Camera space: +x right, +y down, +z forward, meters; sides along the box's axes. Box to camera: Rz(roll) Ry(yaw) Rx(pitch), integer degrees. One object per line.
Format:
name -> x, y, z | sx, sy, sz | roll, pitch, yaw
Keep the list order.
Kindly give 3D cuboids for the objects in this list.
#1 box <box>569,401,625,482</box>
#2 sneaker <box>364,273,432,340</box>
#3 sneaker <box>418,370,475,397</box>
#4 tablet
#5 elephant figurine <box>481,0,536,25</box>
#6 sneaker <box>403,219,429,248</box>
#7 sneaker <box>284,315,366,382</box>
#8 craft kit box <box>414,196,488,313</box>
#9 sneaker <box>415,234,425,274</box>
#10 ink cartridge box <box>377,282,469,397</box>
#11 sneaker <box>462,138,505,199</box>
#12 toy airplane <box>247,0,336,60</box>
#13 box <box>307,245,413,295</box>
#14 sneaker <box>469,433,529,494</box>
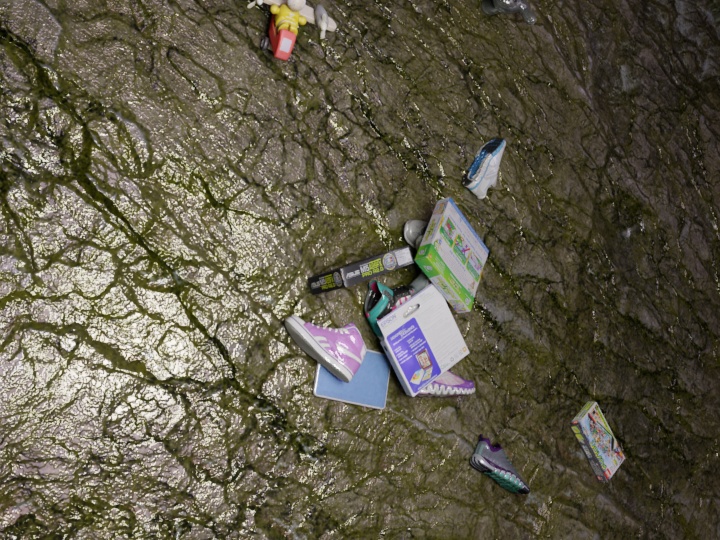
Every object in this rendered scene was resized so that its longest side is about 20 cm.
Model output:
box -> 0.695, 0.501, 1.943 | 0.109, 0.035, 0.202 | -36, 101, -31
sneaker -> 0.080, 0.057, 1.599 | 0.121, 0.083, 0.201 | 47, 72, -22
sneaker -> 0.204, 0.269, 1.653 | 0.196, 0.080, 0.091 | 9, 69, -30
tablet -> -0.016, 0.244, 1.553 | 0.197, 0.014, 0.133 | 17, 73, -28
elephant figurine -> 0.416, -0.809, 1.931 | 0.141, 0.153, 0.204 | 30, 56, -48
sneaker -> 0.200, -0.090, 1.705 | 0.197, 0.081, 0.077 | 14, 73, -30
sneaker -> -0.073, 0.146, 1.492 | 0.200, 0.072, 0.115 | 42, 66, -13
craft kit box -> 0.227, -0.036, 1.614 | 0.200, 0.048, 0.200 | 48, 47, -29
sneaker -> 0.199, -0.006, 1.666 | 0.081, 0.073, 0.204 | -28, 123, -26
ink cartridge box -> 0.145, 0.159, 1.575 | 0.196, 0.043, 0.203 | -31, 101, -26
sneaker -> 0.358, -0.283, 1.856 | 0.087, 0.074, 0.202 | 47, 66, -28
toy airplane -> -0.166, -0.610, 1.532 | 0.199, 0.140, 0.201 | -39, 102, -30
box -> 0.000, 0.000, 1.519 | 0.197, 0.159, 0.045 | -19, 93, -32
sneaker -> 0.375, 0.504, 1.721 | 0.199, 0.074, 0.089 | 37, 60, -21
